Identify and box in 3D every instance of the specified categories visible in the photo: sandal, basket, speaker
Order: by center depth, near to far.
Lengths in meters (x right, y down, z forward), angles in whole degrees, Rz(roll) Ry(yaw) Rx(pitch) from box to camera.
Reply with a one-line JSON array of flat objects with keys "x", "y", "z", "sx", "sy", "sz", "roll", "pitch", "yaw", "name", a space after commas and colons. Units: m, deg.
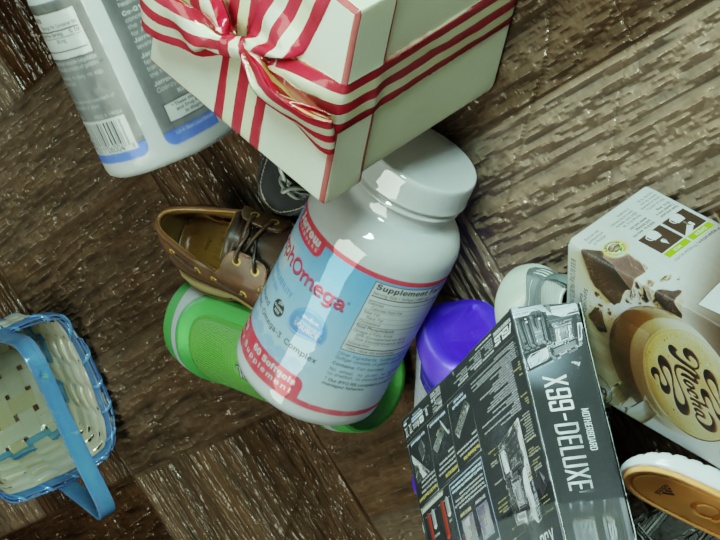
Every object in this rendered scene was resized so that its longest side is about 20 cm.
[{"x": 0.247, "y": 0.176, "z": 1.398, "sx": 0.206, "sy": 0.059, "sz": 0.079, "roll": 22, "pitch": 154, "yaw": -5, "name": "sandal"}, {"x": -0.060, "y": 0.061, "z": 1.742, "sx": 0.200, "sy": 0.088, "sz": 0.089, "roll": 18, "pitch": 132, "yaw": 44, "name": "speaker"}, {"x": -0.290, "y": 0.127, "z": 2.044, "sx": 0.200, "sy": 0.139, "sz": 0.177, "roll": 11, "pitch": 126, "yaw": 60, "name": "basket"}]

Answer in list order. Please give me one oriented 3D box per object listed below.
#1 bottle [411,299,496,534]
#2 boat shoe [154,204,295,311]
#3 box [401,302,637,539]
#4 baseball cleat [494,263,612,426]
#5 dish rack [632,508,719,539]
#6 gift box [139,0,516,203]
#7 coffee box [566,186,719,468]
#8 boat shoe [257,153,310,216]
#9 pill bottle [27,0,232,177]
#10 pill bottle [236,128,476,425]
[{"x": 0.071, "y": 0.116, "z": 1.626, "sx": 0.084, "sy": 0.065, "sz": 0.200, "roll": -108, "pitch": 14, "yaw": -47, "name": "bottle"}, {"x": -0.076, "y": -0.008, "z": 1.689, "sx": 0.200, "sy": 0.072, "sz": 0.068, "roll": 13, "pitch": 160, "yaw": 42, "name": "boat shoe"}, {"x": 0.094, "y": 0.130, "z": 1.433, "sx": 0.200, "sy": 0.050, "sz": 0.158, "roll": 128, "pitch": 134, "yaw": -58, "name": "box"}, {"x": 0.142, "y": 0.094, "z": 1.517, "sx": 0.106, "sy": 0.070, "sz": 0.200, "roll": 17, "pitch": 132, "yaw": 55, "name": "baseball cleat"}, {"x": 0.216, "y": 0.213, "z": 1.438, "sx": 0.055, "sy": 0.200, "sz": 0.153, "roll": -46, "pitch": 76, "yaw": 19, "name": "dish rack"}, {"x": -0.025, "y": -0.183, "z": 1.391, "sx": 0.184, "sy": 0.187, "sz": 0.200, "roll": 36, "pitch": 143, "yaw": 27, "name": "gift box"}, {"x": 0.222, "y": 0.050, "z": 1.371, "sx": 0.200, "sy": 0.080, "sz": 0.113, "roll": 30, "pitch": 139, "yaw": 34, "name": "coffee box"}, {"x": -0.038, "y": -0.084, "z": 1.607, "sx": 0.073, "sy": 0.063, "sz": 0.200, "roll": 51, "pitch": 148, "yaw": 2, "name": "boat shoe"}, {"x": -0.171, "y": -0.179, "z": 1.651, "sx": 0.114, "sy": 0.114, "sz": 0.200, "roll": -1, "pitch": 117, "yaw": 53, "name": "pill bottle"}, {"x": 0.000, "y": 0.000, "z": 1.551, "sx": 0.109, "sy": 0.109, "sz": 0.200, "roll": 41, "pitch": 122, "yaw": 22, "name": "pill bottle"}]
